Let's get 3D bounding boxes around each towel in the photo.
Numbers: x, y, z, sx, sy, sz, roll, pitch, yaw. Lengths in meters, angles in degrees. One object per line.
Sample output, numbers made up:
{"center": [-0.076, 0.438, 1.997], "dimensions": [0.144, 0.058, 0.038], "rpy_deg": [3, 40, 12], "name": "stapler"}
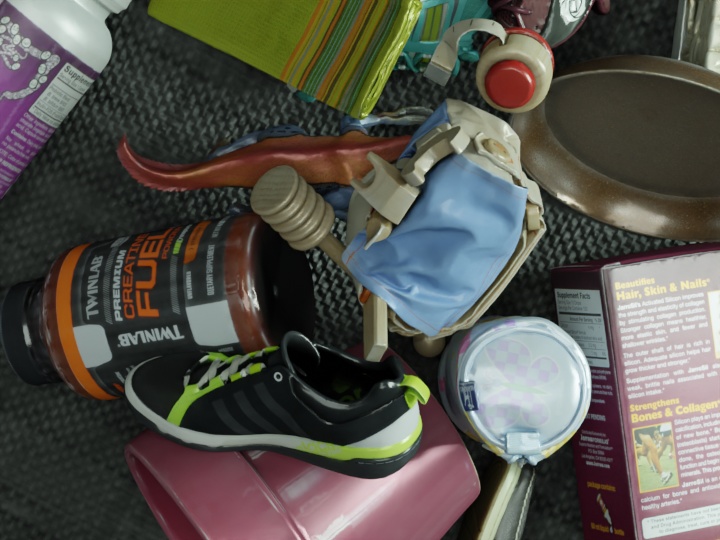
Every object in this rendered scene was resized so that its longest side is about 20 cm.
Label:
{"center": [-0.054, -0.173, 1.586], "dimensions": [0.199, 0.018, 0.087], "rpy_deg": [28, 92, 32], "name": "towel"}

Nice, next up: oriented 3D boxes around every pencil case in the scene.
{"center": [0.097, 0.074, 1.556], "dimensions": [0.082, 0.200, 0.091], "rpy_deg": [-13, 91, -3], "name": "pencil case"}

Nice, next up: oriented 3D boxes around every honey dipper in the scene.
{"center": [0.000, 0.000, 1.583], "dimensions": [0.038, 0.038, 0.200], "rpy_deg": [-45, 130, 3], "name": "honey dipper"}

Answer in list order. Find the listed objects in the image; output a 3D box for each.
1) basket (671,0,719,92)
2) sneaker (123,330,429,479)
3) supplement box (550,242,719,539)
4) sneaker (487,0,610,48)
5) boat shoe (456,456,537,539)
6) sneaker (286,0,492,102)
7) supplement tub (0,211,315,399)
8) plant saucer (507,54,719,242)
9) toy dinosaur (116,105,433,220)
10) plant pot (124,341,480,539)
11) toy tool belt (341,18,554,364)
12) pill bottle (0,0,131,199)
{"center": [0.311, -0.159, 1.576], "dimensions": [0.198, 0.123, 0.137], "rpy_deg": [8, 92, 2], "name": "basket"}
{"center": [-0.051, 0.065, 1.476], "dimensions": [0.198, 0.072, 0.083], "rpy_deg": [8, 129, 15], "name": "sneaker"}
{"center": [0.202, 0.088, 1.595], "dimensions": [0.110, 0.086, 0.202], "rpy_deg": [-9, 93, -21], "name": "supplement box"}
{"center": [0.078, -0.188, 1.543], "dimensions": [0.198, 0.076, 0.117], "rpy_deg": [-3, 97, -15], "name": "sneaker"}
{"center": [0.089, 0.221, 1.631], "dimensions": [0.064, 0.073, 0.201], "rpy_deg": [17, 103, -5], "name": "boat shoe"}
{"center": [0.042, -0.163, 1.609], "dimensions": [0.199, 0.078, 0.080], "rpy_deg": [-29, 101, 2], "name": "sneaker"}
{"center": [-0.137, 0.028, 1.589], "dimensions": [0.199, 0.107, 0.108], "rpy_deg": [-11, 93, 22], "name": "supplement tub"}
{"center": [0.195, -0.083, 1.562], "dimensions": [0.199, 0.200, 0.032], "rpy_deg": [16, 64, 0], "name": "plant saucer"}
{"center": [-0.024, -0.055, 1.574], "dimensions": [0.181, 0.199, 0.106], "rpy_deg": [-12, 84, 45], "name": "toy dinosaur"}
{"center": [-0.029, 0.147, 1.576], "dimensions": [0.179, 0.200, 0.201], "rpy_deg": [-35, 92, -13], "name": "plant pot"}
{"center": [0.056, -0.042, 1.468], "dimensions": [0.124, 0.123, 0.201], "rpy_deg": [27, 121, -5], "name": "toy tool belt"}
{"center": [-0.236, -0.140, 1.595], "dimensions": [0.112, 0.112, 0.200], "rpy_deg": [38, 93, -1], "name": "pill bottle"}
